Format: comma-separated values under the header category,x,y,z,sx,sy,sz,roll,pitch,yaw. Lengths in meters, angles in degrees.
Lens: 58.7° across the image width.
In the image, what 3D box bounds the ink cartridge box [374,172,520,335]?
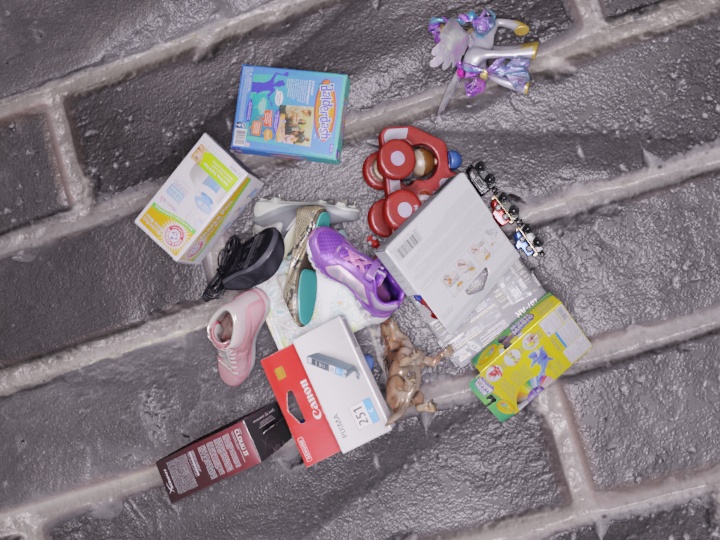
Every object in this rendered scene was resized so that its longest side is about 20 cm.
category,x,y,z,sx,sy,sz,roll,pitch,yaw
ink cartridge box,0.144,-0.027,1.028,0.200,0.043,0.174,-44,104,-23

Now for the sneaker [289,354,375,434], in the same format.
category,x,y,z,sx,sy,sz,roll,pitch,yaw
sneaker,-0.051,0.222,1.110,0.087,0.075,0.202,33,92,8

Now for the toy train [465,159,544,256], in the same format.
category,x,y,z,sx,sy,sz,roll,pitch,yaw
toy train,0.247,-0.101,1.101,0.046,0.034,0.201,-37,83,8

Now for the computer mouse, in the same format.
category,x,y,z,sx,sy,sz,roll,pitch,yaw
computer mouse,-0.184,-0.014,1.089,0.052,0.198,0.140,37,56,-29

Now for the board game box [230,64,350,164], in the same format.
category,x,y,z,sx,sy,sz,roll,pitch,yaw
board game box,-0.125,-0.281,1.154,0.196,0.045,0.155,8,89,8

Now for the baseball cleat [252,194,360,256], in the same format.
category,x,y,z,sx,sy,sz,roll,pitch,yaw
baseball cleat,-0.097,-0.077,1.137,0.196,0.070,0.109,5,91,18

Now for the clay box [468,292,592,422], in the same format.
category,x,y,z,sx,sy,sz,roll,pitch,yaw
clay box,0.273,0.146,1.058,0.199,0.048,0.115,-41,114,5

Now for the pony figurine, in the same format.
category,x,y,z,sx,sy,sz,roll,pitch,yaw
pony figurine,0.191,-0.356,1.076,0.196,0.168,0.195,13,58,11

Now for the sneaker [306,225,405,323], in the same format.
category,x,y,z,sx,sy,sz,roll,pitch,yaw
sneaker,0.000,0.000,1.034,0.200,0.088,0.081,45,62,-16

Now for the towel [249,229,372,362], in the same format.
category,x,y,z,sx,sy,sz,roll,pitch,yaw
towel,-0.081,0.047,1.117,0.197,0.048,0.174,-25,88,5

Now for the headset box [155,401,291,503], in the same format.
category,x,y,z,sx,sy,sz,roll,pitch,yaw
headset box,-0.218,0.300,1.083,0.197,0.148,0.076,-27,85,13

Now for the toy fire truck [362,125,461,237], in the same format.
category,x,y,z,sx,sy,sz,roll,pitch,yaw
toy fire truck,0.099,-0.144,1.098,0.165,0.112,0.204,-5,87,-17

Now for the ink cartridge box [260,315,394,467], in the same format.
category,x,y,z,sx,sy,sz,roll,pitch,yaw
ink cartridge box,-0.062,0.203,1.057,0.174,0.045,0.203,-28,82,11

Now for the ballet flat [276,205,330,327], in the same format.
category,x,y,z,sx,sy,sz,roll,pitch,yaw
ballet flat,-0.102,-0.010,1.071,0.074,0.068,0.204,7,84,27

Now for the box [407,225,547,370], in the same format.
category,x,y,z,sx,sy,sz,roll,pitch,yaw
box,0.201,0.047,1.097,0.199,0.044,0.161,-36,84,5

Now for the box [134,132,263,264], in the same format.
category,x,y,z,sx,sy,sz,roll,pitch,yaw
box,-0.284,-0.122,1.142,0.112,0.101,0.201,41,94,8

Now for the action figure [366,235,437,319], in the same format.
category,x,y,z,sx,sy,sz,roll,pitch,yaw
action figure,0.075,-0.001,1.087,0.066,0.052,0.200,-49,54,2

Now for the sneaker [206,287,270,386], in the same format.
category,x,y,z,sx,sy,sz,roll,pitch,yaw
sneaker,-0.226,0.127,1.094,0.075,0.104,0.203,33,119,19

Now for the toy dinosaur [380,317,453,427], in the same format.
category,x,y,z,sx,sy,sz,roll,pitch,yaw
toy dinosaur,0.069,0.177,1.059,0.085,0.135,0.203,32,57,-24
